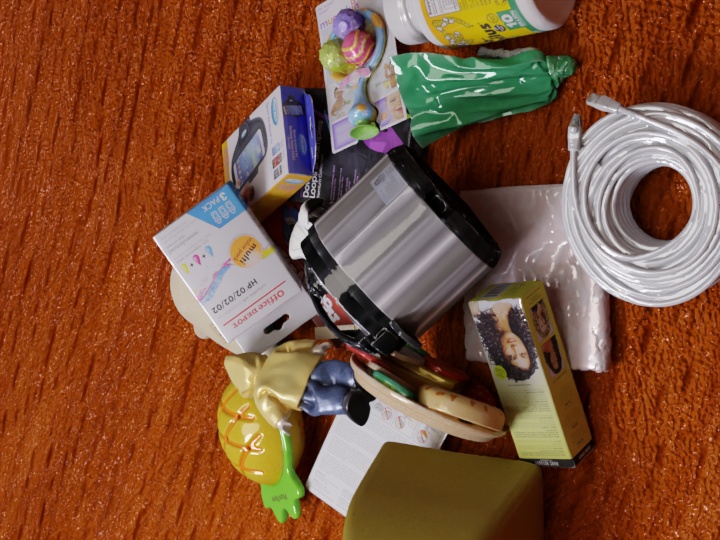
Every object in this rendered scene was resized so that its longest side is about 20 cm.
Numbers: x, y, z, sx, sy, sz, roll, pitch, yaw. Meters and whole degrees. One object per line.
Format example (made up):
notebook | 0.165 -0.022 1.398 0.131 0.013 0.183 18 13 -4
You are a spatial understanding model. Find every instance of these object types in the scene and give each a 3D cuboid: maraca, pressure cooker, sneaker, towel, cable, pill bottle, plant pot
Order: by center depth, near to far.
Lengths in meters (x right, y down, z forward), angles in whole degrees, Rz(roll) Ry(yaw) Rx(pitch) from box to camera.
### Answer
cable | 0.297 -0.067 1.403 0.198 0.069 0.202 15 102 29
plant pot | 0.078 0.328 1.508 0.194 0.200 0.196 5 113 25
pill bottle | 0.124 -0.302 1.516 0.199 0.112 0.114 -4 92 41
pressure cooker | 0.030 -0.014 1.517 0.200 0.176 0.179 -43 97 8
towel | 0.193 0.007 1.540 0.190 0.032 0.203 1 94 42
sneaker | 0.000 0.000 1.661 0.199 0.075 0.081 38 118 12
maraca | -0.120 0.222 1.782 0.137 0.106 0.202 -32 74 62

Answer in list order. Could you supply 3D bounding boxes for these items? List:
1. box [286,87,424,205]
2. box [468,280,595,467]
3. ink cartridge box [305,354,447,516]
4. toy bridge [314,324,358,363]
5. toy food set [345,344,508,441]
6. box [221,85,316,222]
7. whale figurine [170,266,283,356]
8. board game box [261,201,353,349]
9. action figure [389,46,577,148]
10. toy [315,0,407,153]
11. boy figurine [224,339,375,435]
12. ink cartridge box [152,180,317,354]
box | -0.009 -0.146 1.689 0.199 0.036 0.145 8 92 42
box | 0.185 0.113 1.503 0.075 0.050 0.202 -7 109 43
ink cartridge box | 0.036 0.215 1.703 0.162 0.050 0.202 29 95 36
toy bridge | -0.024 0.075 1.710 0.067 0.027 0.203 -6 87 35
toy food set | 0.076 0.129 1.546 0.197 0.200 0.049 26 97 14
box | -0.114 -0.142 1.739 0.200 0.041 0.120 -38 54 55
whale figurine | -0.156 0.045 1.822 0.159 0.104 0.201 -33 97 42
board game box | -0.060 -0.007 1.768 0.200 0.019 0.103 48 123 27
action figure | 0.142 -0.205 1.532 0.198 0.055 0.119 -7 127 25
toy | -0.012 -0.253 1.652 0.114 0.047 0.202 -22 68 35
boy figurine | -0.081 0.140 1.681 0.198 0.065 0.125 4 60 30
ink cartridge box | -0.149 0.006 1.713 0.115 0.068 0.201 -35 97 2
